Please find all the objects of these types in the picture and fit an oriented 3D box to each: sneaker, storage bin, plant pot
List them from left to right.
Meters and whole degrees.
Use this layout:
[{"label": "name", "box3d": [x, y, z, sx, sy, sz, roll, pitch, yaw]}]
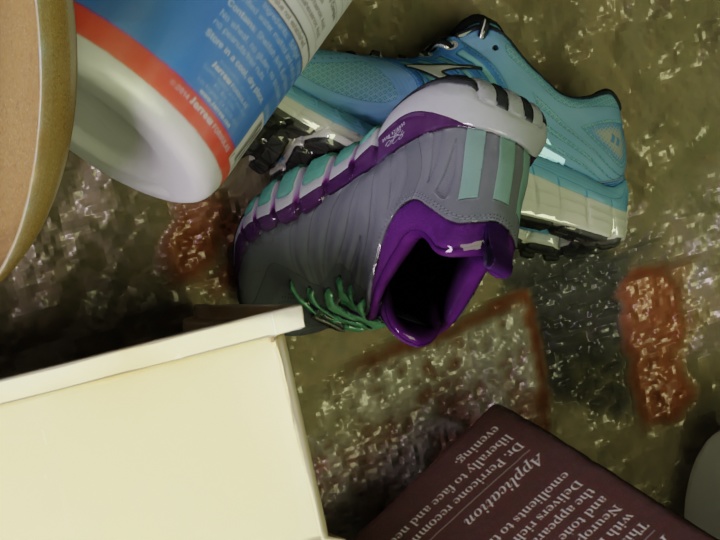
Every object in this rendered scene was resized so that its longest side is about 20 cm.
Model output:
[{"label": "plant pot", "box3d": [-0.152, -0.087, 0.832, 0.027, 0.200, 0.200, -9, 110, -34]}, {"label": "storage bin", "box3d": [-0.131, 0.080, 0.890, 0.200, 0.199, 0.094, -15, 94, -16]}, {"label": "sneaker", "box3d": [0.000, 0.000, 0.911, 0.074, 0.200, 0.088, 19, 58, -21]}, {"label": "sneaker", "box3d": [0.025, -0.070, 0.978, 0.200, 0.078, 0.090, 17, 74, -19]}]

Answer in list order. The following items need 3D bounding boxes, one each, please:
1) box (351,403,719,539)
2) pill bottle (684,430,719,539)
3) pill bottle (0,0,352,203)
[{"label": "box", "box3d": [0.090, 0.197, 0.971, 0.166, 0.200, 0.164, -41, 131, -14]}, {"label": "pill bottle", "box3d": [0.264, 0.122, 1.085, 0.200, 0.120, 0.120, 3, 105, -21]}, {"label": "pill bottle", "box3d": [-0.051, -0.135, 0.884, 0.112, 0.112, 0.200, 42, 71, -25]}]
